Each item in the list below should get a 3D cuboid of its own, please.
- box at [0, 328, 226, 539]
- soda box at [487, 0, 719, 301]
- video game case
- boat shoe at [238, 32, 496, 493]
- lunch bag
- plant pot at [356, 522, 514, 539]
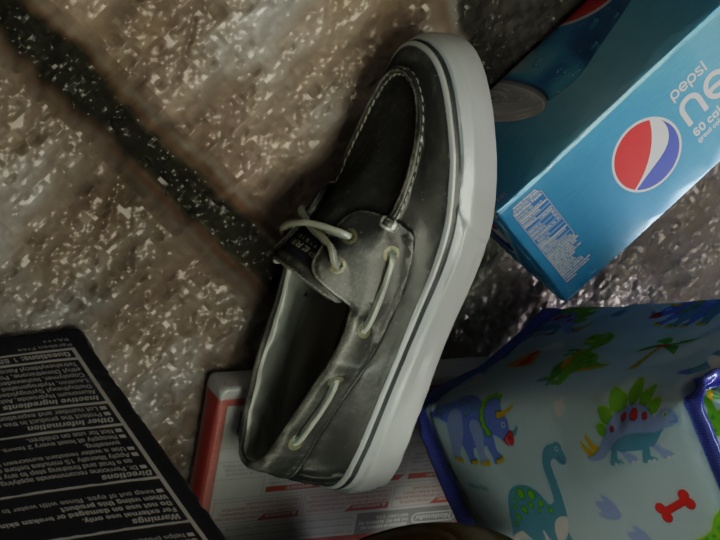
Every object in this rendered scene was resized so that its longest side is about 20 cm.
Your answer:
[{"bbox_3d":[-0.165,0.129,0.862,0.200,0.198,0.123,-7,119,-25],"label":"box"},{"bbox_3d":[0.128,-0.085,0.987,0.200,0.068,0.064,-42,127,-2],"label":"soda box"},{"bbox_3d":[-0.017,0.133,1.060,0.143,0.017,0.200,-2,117,-28],"label":"video game case"},{"bbox_3d":[0.000,0.000,0.953,0.071,0.072,0.200,4,106,-34],"label":"boat shoe"},{"bbox_3d":[0.145,0.116,0.999,0.127,0.170,0.200,-31,105,-36],"label":"lunch bag"},{"bbox_3d":[-0.019,0.160,0.952,0.200,0.200,0.028,-35,104,-8],"label":"plant pot"}]
